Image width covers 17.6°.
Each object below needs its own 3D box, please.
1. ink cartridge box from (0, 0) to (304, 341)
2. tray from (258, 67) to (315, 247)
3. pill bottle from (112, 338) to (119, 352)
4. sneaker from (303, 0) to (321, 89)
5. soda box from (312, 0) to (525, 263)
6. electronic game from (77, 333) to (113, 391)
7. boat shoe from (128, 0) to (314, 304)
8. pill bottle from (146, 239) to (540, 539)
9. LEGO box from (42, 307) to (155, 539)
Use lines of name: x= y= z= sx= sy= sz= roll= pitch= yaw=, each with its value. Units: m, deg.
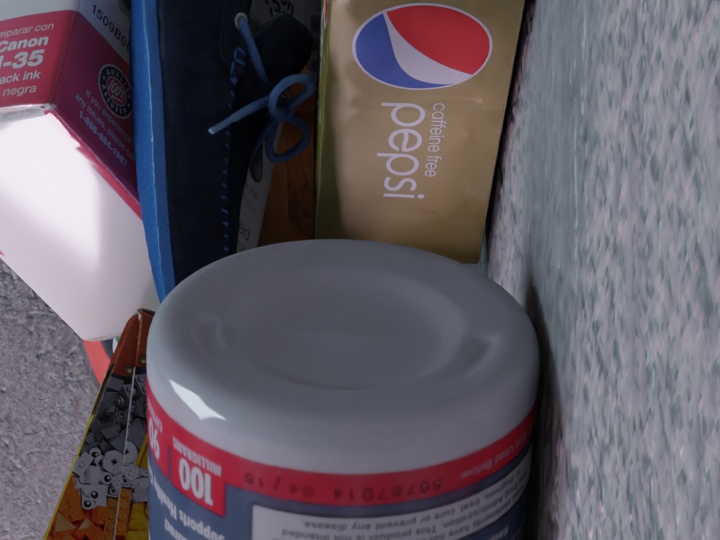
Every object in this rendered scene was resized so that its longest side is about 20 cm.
ink cartridge box: x=-0.098 y=-0.096 z=0.947 sx=0.147 sy=0.082 sz=0.201 roll=49 pitch=-139 yaw=-44
tray: x=-0.012 y=-0.016 z=0.998 sx=0.201 sy=0.098 sz=0.037 roll=-92 pitch=3 yaw=-47
pill bottle: x=-0.066 y=0.010 z=1.204 sx=0.113 sy=0.112 sz=0.201 roll=-99 pitch=21 yaw=-71
sneaker: x=0.006 y=-0.159 z=0.931 sx=0.201 sy=0.074 sz=0.082 roll=100 pitch=178 yaw=-48
soda box: x=0.018 y=-0.082 z=0.784 sx=0.200 sy=0.064 sz=0.068 roll=95 pitch=176 yaw=-57
electronic game: x=-0.126 y=-0.009 z=1.350 sx=0.200 sy=0.041 sz=0.202 roll=5 pitch=95 yaw=60
boat shoe: x=-0.047 y=-0.083 z=0.840 sx=0.084 sy=0.068 sz=0.202 roll=174 pitch=96 yaw=-79
pill bottle: x=-0.008 y=0.104 z=0.732 sx=0.120 sy=0.119 sz=0.201 roll=-95 pitch=7 yaw=-62
LEGO box: x=-0.091 y=0.126 z=0.907 sx=0.200 sy=0.077 sz=0.150 roll=121 pitch=169 yaw=-64
